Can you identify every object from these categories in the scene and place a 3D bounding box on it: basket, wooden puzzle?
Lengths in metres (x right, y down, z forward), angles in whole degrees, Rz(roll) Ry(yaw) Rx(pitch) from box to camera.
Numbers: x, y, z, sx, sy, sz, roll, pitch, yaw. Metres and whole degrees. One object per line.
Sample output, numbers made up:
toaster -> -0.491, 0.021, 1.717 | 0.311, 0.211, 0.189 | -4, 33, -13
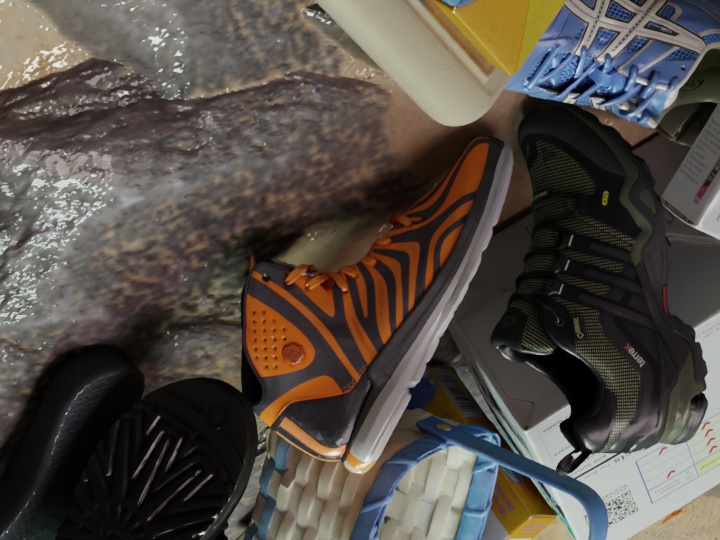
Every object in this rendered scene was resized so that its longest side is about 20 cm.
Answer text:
basket -> 0.036, 0.163, 1.520 | 0.139, 0.200, 0.177 | -11, 125, -52
wooden puzzle -> 0.078, -0.169, 1.257 | 0.200, 0.037, 0.185 | -51, 152, 0

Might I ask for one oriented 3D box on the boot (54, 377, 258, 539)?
boot -> -0.105, 0.138, 1.515 | 0.211, 0.079, 0.158 | -54, 166, 19

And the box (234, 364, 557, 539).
box -> 0.012, 0.165, 1.641 | 0.200, 0.119, 0.041 | -43, 156, 18

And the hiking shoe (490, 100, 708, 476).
hiking shoe -> 0.115, 0.006, 1.442 | 0.101, 0.200, 0.076 | -15, 171, -27

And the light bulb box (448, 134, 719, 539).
light bulb box -> 0.170, 0.043, 1.600 | 0.198, 0.125, 0.200 | -31, 149, -2

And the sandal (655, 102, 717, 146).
sandal -> 0.254, -0.119, 1.500 | 0.200, 0.082, 0.055 | -18, -169, 3

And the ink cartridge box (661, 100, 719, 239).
ink cartridge box -> 0.284, -0.084, 1.436 | 0.196, 0.043, 0.200 | 21, 106, -38

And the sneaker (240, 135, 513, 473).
sneaker -> 0.000, 0.000, 1.448 | 0.200, 0.112, 0.078 | -62, 178, -10

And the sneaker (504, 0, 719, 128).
sneaker -> 0.130, -0.118, 1.391 | 0.200, 0.077, 0.076 | -8, 143, -31

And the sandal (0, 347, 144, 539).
sandal -> -0.182, 0.120, 1.506 | 0.076, 0.043, 0.200 | 2, 126, -51
